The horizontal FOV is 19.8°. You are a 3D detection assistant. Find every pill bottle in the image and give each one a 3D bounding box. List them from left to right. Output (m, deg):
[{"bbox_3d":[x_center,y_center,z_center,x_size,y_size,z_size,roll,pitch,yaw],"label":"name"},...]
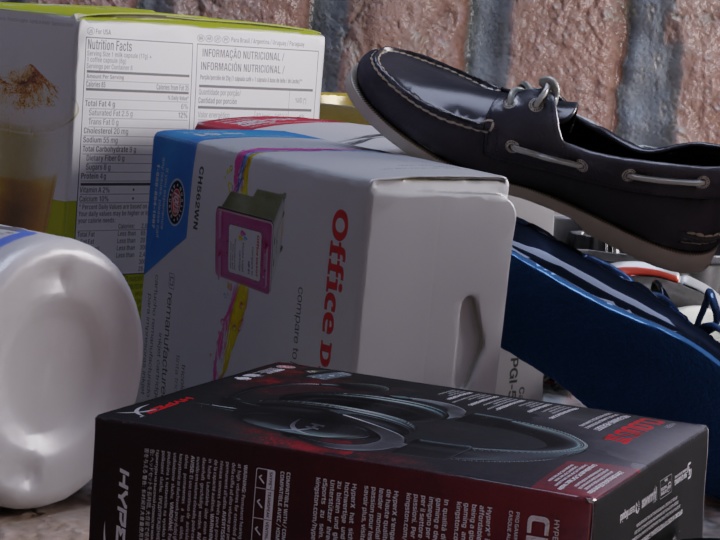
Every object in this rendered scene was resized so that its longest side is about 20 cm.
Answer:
[{"bbox_3d":[-0.201,0.029,0.894,0.199,0.115,0.113,10,10,37],"label":"pill bottle"}]

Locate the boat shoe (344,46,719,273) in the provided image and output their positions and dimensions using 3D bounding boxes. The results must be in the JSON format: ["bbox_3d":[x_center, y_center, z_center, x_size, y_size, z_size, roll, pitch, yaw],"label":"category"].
[{"bbox_3d":[0.091,-0.069,0.990,0.198,0.063,0.073,25,35,2],"label":"boat shoe"}]

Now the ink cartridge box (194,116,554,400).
[{"bbox_3d":[0.000,0.000,1.097,0.082,0.149,0.199,-5,11,-43],"label":"ink cartridge box"}]

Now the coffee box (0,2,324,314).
[{"bbox_3d":[-0.163,-0.059,1.247,0.198,0.200,0.199,11,10,42],"label":"coffee box"}]

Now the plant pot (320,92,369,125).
[{"bbox_3d":[0.032,-0.053,1.525,0.198,0.144,0.200,4,8,-1],"label":"plant pot"}]

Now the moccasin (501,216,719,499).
[{"bbox_3d":[0.129,0.028,0.969,0.199,0.081,0.068,38,35,7],"label":"moccasin"}]

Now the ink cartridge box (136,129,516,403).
[{"bbox_3d":[-0.023,0.015,0.981,0.084,0.146,0.199,-1,9,-35],"label":"ink cartridge box"}]

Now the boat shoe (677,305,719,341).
[{"bbox_3d":[0.191,0.056,1.151,0.071,0.071,0.200,-15,-7,43],"label":"boat shoe"}]

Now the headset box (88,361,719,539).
[{"bbox_3d":[0.026,0.089,0.722,0.198,0.078,0.149,6,8,24],"label":"headset box"}]

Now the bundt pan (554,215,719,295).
[{"bbox_3d":[0.152,0.012,1.362,0.200,0.077,0.202,4,7,0],"label":"bundt pan"}]

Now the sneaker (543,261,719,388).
[{"bbox_3d":[0.125,0.045,1.224,0.198,0.078,0.082,3,35,-3],"label":"sneaker"}]
